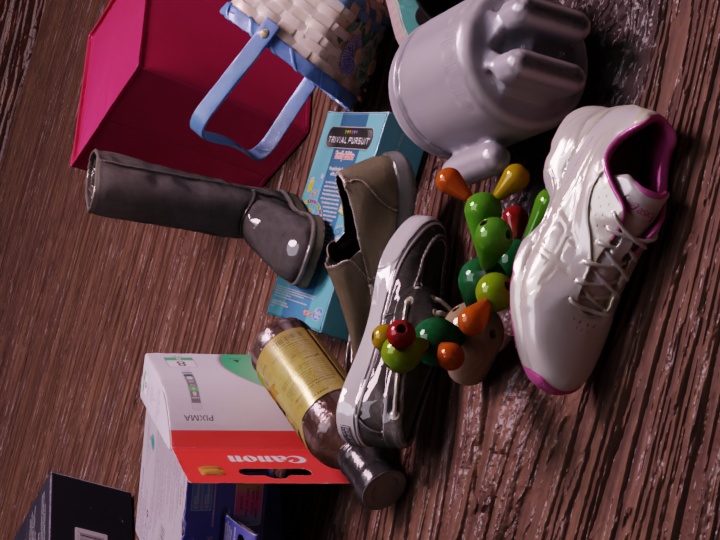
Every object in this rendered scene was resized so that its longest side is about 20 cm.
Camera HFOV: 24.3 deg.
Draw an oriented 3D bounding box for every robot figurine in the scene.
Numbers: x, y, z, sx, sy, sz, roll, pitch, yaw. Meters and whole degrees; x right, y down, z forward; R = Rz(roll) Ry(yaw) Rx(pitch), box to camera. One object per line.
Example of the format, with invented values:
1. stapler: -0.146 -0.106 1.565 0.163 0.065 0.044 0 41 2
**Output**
1. robot figurine: 0.094 -0.148 1.265 0.200 0.112 0.171 -19 58 62

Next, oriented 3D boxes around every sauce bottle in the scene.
1. sauce bottle: -0.026 0.117 1.370 0.065 0.064 0.200 -63 38 21

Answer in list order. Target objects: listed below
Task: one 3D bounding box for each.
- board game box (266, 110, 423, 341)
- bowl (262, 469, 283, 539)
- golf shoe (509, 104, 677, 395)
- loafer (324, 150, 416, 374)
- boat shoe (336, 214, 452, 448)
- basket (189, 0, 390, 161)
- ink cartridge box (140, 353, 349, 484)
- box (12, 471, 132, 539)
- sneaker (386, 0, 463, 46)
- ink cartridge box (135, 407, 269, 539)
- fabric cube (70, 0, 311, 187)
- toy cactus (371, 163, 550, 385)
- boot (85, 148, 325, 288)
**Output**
1. board game box: -0.013 -0.042 1.515 0.151 0.047 0.201 15 87 68
2. bowl: -0.128 0.272 1.559 0.201 0.039 0.201 -48 33 44
3. golf shoe: 0.153 -0.018 1.092 0.091 0.075 0.201 -8 68 61
4. loafer: 0.000 0.000 1.384 0.075 0.069 0.201 -146 57 -67
5. boat shoe: 0.043 0.049 1.312 0.063 0.071 0.201 2 64 33
6. basket: -0.071 -0.198 1.586 0.200 0.139 0.176 -50 -14 9
7. ink cartridge box: -0.090 0.123 1.423 0.200 0.160 0.050 -141 55 -66
8. box: -0.335 0.366 1.875 0.182 0.104 0.201 -55 28 32
9. sneaker: 0.045 -0.278 1.441 0.201 0.071 0.080 65 151 5
10. ink cartridge box: -0.136 0.208 1.440 0.200 0.076 0.137 -135 49 -66
11. fabric cube: -0.182 -0.206 1.825 0.200 0.198 0.197 -44 36 48
12. toy cactus: 0.074 0.020 1.183 0.200 0.102 0.165 -54 -20 -34
13. boot: -0.143 -0.052 1.500 0.073 0.199 0.182 -69 22 9
